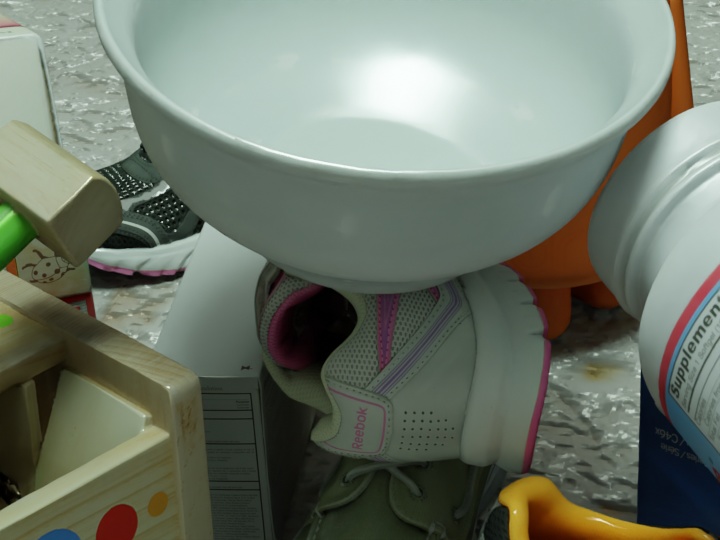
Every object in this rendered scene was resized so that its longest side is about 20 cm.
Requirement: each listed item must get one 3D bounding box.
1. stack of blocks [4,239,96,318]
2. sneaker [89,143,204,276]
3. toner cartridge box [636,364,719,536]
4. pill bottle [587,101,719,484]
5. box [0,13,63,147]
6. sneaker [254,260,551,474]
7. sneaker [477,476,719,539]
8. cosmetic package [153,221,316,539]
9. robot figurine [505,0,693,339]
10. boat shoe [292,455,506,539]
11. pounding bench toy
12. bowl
[{"bbox_3d":[-0.203,0.040,0.895,0.198,0.116,0.059,-11,30,-13],"label":"stack of blocks"},{"bbox_3d":[-0.061,-0.066,1.098,0.199,0.087,0.080,-21,32,-28],"label":"sneaker"},{"bbox_3d":[0.193,0.079,0.811,0.199,0.096,0.043,20,37,35],"label":"toner cartridge box"},{"bbox_3d":[0.158,0.036,0.722,0.108,0.109,0.200,-16,46,-23],"label":"pill bottle"},{"bbox_3d":[-0.207,-0.052,1.010,0.127,0.110,0.200,-10,12,-14],"label":"box"},{"bbox_3d":[0.000,0.000,0.846,0.087,0.082,0.200,-2,31,-18],"label":"sneaker"},{"bbox_3d":[0.119,0.128,0.751,0.198,0.078,0.078,13,31,24],"label":"sneaker"},{"bbox_3d":[-0.044,0.024,0.941,0.050,0.083,0.200,2,29,8],"label":"cosmetic package"},{"bbox_3d":[0.079,-0.074,0.981,0.142,0.202,0.117,-3,30,0],"label":"robot figurine"},{"bbox_3d":[0.011,0.086,0.848,0.071,0.063,0.200,6,31,15],"label":"boat shoe"},{"bbox_3d":[-0.149,0.066,0.758,0.155,0.202,0.124,-27,37,-37],"label":"pounding bench toy"},{"bbox_3d":[0.005,-0.056,0.788,0.199,0.091,0.202,4,37,-3],"label":"bowl"}]
